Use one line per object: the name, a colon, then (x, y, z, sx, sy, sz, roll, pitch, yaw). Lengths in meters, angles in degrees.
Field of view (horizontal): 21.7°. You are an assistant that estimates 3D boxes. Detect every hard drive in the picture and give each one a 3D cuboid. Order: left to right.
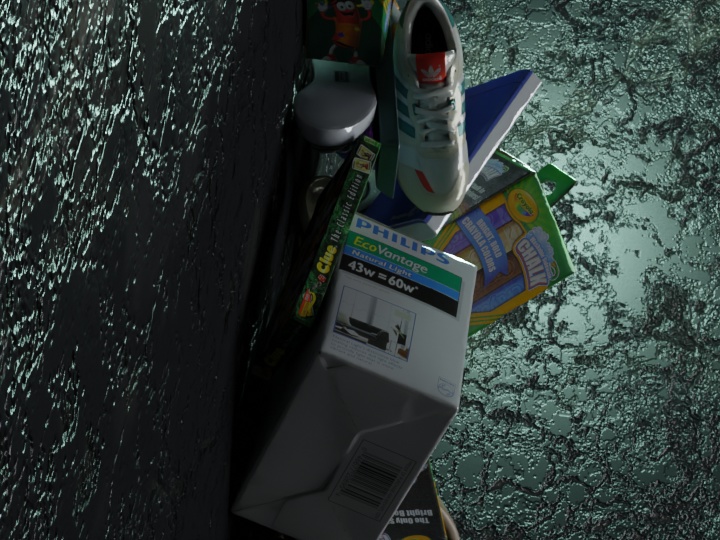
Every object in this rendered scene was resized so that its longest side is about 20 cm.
hard drive: (0.078, -0.102, 1.777, 0.132, 0.025, 0.200, -13, -144, 56)

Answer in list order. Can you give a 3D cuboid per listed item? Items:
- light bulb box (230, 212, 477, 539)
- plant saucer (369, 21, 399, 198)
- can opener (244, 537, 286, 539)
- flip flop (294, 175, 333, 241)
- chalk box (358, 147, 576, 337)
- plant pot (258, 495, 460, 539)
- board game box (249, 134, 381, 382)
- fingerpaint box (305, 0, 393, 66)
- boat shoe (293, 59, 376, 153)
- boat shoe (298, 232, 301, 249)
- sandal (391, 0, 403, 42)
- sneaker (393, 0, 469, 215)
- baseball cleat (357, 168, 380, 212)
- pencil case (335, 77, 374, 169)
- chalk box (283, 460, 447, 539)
light bulb box: (-0.004, 0.096, 1.570, 0.200, 0.125, 0.198, -77, -167, -54)
plant saucer: (0.020, -0.160, 1.679, 0.070, 0.019, 0.200, 95, -7, -51)
can opener: (-0.099, 0.332, 1.661, 0.066, 0.053, 0.200, 23, -72, 57)
flip flop: (0.000, 0.000, 1.712, 0.058, 0.081, 0.200, -34, -110, 45)
chalk box: (0.122, -0.038, 1.852, 0.124, 0.200, 0.124, 66, -12, -27)
plant pot: (-0.014, 0.253, 1.853, 0.175, 0.200, 0.200, -116, -151, -65)
board game box: (-0.037, -0.011, 1.564, 0.105, 0.023, 0.200, -56, -169, 52)
fingerpaint box: (0.002, -0.309, 1.646, 0.167, 0.073, 0.200, 93, 5, -53)
boat shoe: (-0.024, -0.135, 1.671, 0.200, 0.072, 0.068, -92, -174, -67)
boat shoe: (-0.037, 0.038, 1.786, 0.060, 0.072, 0.200, 87, 5, -55)
sandal: (0.048, -0.244, 1.791, 0.207, 0.059, 0.079, 59, -7, -18)
sneaker: (0.058, -0.151, 1.663, 0.093, 0.070, 0.200, 72, 15, -78)
baseball cleat: (0.037, -0.085, 1.905, 0.070, 0.200, 0.106, 52, -8, 18)
pencil case: (0.003, -0.165, 1.869, 0.200, 0.085, 0.093, 80, 4, -78)
chalk box: (0.006, 0.260, 1.639, 0.200, 0.125, 0.124, -100, -166, -52)
